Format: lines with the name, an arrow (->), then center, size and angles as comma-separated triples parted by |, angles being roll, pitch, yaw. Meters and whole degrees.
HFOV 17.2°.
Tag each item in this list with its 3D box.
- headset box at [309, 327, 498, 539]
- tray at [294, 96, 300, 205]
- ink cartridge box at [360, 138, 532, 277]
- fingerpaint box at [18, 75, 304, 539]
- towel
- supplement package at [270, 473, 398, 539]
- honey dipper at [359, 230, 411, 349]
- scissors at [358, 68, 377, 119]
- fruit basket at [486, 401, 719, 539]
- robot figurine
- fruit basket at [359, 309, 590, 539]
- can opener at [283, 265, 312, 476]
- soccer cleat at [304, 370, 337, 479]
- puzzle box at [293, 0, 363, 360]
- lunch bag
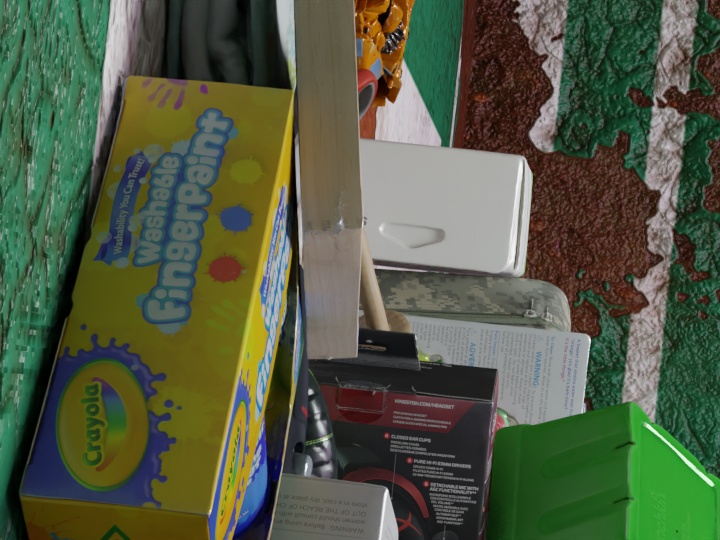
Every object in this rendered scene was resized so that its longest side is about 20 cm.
headset box -> -0.002, 0.131, 1.345 | 0.075, 0.148, 0.201 | -65, 160, -77
tray -> -0.030, -0.086, 1.258 | 0.200, 0.022, 0.108 | 120, -20, -71
ink cartridge box -> 0.047, -0.043, 1.688 | 0.200, 0.145, 0.084 | 14, 82, -85
fingerpaint box -> -0.070, 0.054, 0.935 | 0.167, 0.073, 0.200 | 89, 8, -51
towel -> -0.049, -0.145, 1.083 | 0.171, 0.048, 0.201 | -64, 159, -73
supplement package -> -0.053, 0.196, 1.043 | 0.117, 0.117, 0.201 | 81, 15, -74
honey dipper -> 0.000, 0.000, 1.337 | 0.200, 0.038, 0.038 | 73, 20, -47
scissors -> -0.014, -0.113, 1.413 | 0.073, 0.014, 0.200 | -44, 168, -15
fruit basket -> 0.116, 0.204, 1.386 | 0.215, 0.155, 0.216 | -38, -154, 23
robot figurine -> 0.001, -0.170, 1.528 | 0.200, 0.058, 0.146 | 79, 20, -72
fruit basket -> 0.034, 0.120, 1.473 | 0.094, 0.199, 0.186 | -179, -86, -80
can opener -> -0.052, 0.075, 1.207 | 0.079, 0.063, 0.200 | 89, 9, -51
soccer cleat -> -0.056, 0.143, 1.267 | 0.081, 0.067, 0.201 | -18, 114, -70
puzzle box -> -0.015, -0.049, 1.032 | 0.200, 0.025, 0.134 | 93, -5, -74
lunch bag -> 0.049, 0.093, 1.587 | 0.168, 0.199, 0.140 | -77, 171, -60
